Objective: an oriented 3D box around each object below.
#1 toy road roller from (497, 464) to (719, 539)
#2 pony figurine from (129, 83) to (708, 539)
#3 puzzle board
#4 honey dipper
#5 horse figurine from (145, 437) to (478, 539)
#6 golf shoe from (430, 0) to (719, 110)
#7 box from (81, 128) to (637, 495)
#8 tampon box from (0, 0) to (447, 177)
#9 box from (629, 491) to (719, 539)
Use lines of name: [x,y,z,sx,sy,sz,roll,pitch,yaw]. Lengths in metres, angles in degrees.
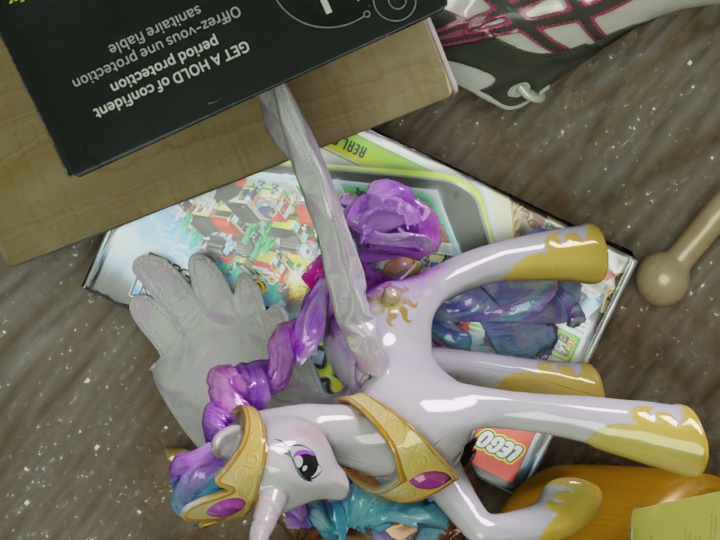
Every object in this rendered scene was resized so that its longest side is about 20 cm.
toy road roller: [0.075,0.144,1.152,0.122,0.199,0.147,-1,81,42]
pony figurine: [0.005,0.028,1.124,0.199,0.194,0.167,-2,136,-24]
puzzle board: [-0.078,-0.105,1.177,0.199,0.017,0.152,-20,95,16]
honey dipper: [0.179,-0.065,1.209,0.038,0.038,0.200,40,95,-1]
horse figurine: [-0.026,0.156,1.220,0.132,0.050,0.201,8,95,6]
golf shoe: [0.081,-0.112,1.201,0.198,0.077,0.089,0,112,6]
box: [0.000,0.000,1.219,0.199,0.035,0.111,25,94,0]
tampon box: [-0.079,-0.165,1.055,0.149,0.126,0.201,-23,111,3]
box: [0.178,0.149,1.144,0.050,0.200,0.076,-15,59,38]
